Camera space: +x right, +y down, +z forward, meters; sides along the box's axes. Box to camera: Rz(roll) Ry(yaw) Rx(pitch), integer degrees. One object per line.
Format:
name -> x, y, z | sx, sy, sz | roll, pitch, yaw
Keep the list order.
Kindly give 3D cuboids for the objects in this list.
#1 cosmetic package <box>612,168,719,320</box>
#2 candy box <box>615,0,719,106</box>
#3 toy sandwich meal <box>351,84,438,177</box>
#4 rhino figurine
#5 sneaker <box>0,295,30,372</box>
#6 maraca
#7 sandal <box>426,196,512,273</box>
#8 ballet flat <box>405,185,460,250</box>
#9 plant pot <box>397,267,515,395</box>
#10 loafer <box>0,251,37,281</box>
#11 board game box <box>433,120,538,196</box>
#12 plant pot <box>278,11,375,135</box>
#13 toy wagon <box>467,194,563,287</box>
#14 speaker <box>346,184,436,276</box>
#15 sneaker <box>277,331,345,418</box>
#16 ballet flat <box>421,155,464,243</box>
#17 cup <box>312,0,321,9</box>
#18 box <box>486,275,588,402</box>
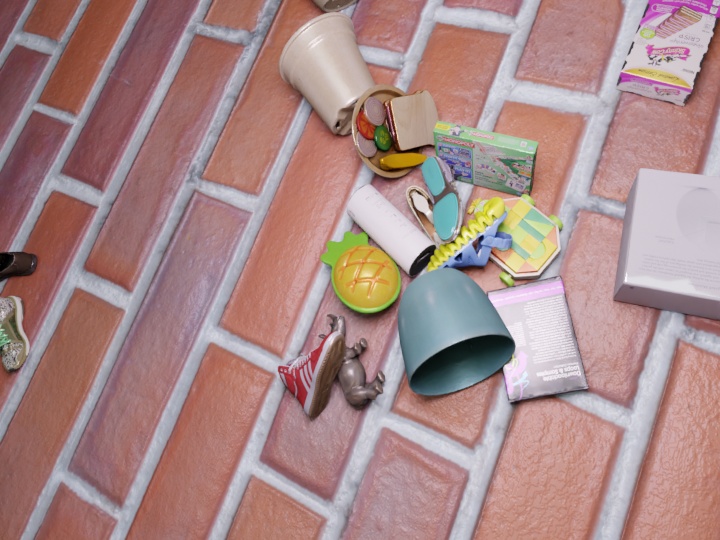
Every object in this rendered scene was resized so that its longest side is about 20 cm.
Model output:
cosmetic package -> 0.549, -0.041, 0.927 | 0.193, 0.123, 0.207 | 11, 76, 20
candy box -> 0.597, -0.437, 1.063 | 0.133, 0.061, 0.206 | 21, 82, 21
toy sandwich meal -> 0.075, -0.291, 1.132 | 0.070, 0.201, 0.212 | -1, 67, 61
rhino figurine -> -0.025, 0.171, 1.076 | 0.087, 0.059, 0.204 | -41, 63, 23
sneaker -> -0.869, 0.149, 1.334 | 0.075, 0.089, 0.205 | -26, 68, 7
maraca -> 0.000, 0.000, 1.098 | 0.134, 0.109, 0.202 | -26, 56, -16
sandal -> 0.207, -0.038, 1.025 | 0.199, 0.080, 0.087 | -40, 103, 21
ballet flat -> 0.149, -0.089, 1.099 | 0.067, 0.062, 0.202 | -39, 67, 7
plant pot -> 0.153, 0.098, 0.977 | 0.195, 0.201, 0.165 | -24, 56, 8
loafer -> -0.928, -0.019, 1.412 | 0.193, 0.071, 0.076 | -11, 71, 14
board game box -> 0.240, -0.214, 1.068 | 0.194, 0.136, 0.030 | 19, 66, 21
plant pot -> -0.053, -0.412, 1.205 | 0.197, 0.200, 0.187 | -33, 79, 5
toy wagon -> 0.286, -0.074, 1.065 | 0.156, 0.040, 0.200 | -47, 67, -1
speaker -> 0.061, -0.083, 1.114 | 0.081, 0.081, 0.200 | -45, 66, 0
sneaker -> -0.097, 0.175, 1.054 | 0.112, 0.070, 0.205 | 39, 126, 29
ballet flat -> 0.170, -0.134, 1.062 | 0.070, 0.072, 0.206 | -17, 56, 11
cup -> -0.067, -0.706, 1.298 | 0.194, 0.200, 0.148 | -19, 94, 11
box -> 0.317, 0.125, 0.999 | 0.138, 0.036, 0.207 | -12, 70, 14
